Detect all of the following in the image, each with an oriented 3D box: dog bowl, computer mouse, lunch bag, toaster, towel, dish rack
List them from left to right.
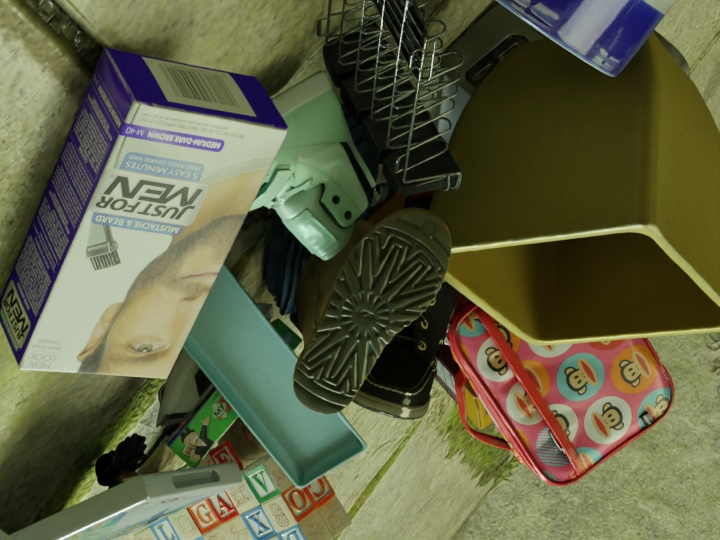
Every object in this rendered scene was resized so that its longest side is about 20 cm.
[{"bbox_3d":[-0.147,0.094,1.319,0.200,0.044,0.110,-51,-178,-17],"label":"computer mouse"},{"bbox_3d":[-0.027,-0.050,1.351,0.112,0.048,0.201,-44,162,-29],"label":"towel"},{"bbox_3d":[0.022,-0.156,1.101,0.054,0.154,0.201,-21,152,-16],"label":"dish rack"},{"bbox_3d":[0.125,-0.225,1.136,0.079,0.200,0.200,-54,164,14],"label":"dog bowl"},{"bbox_3d":[0.160,0.082,1.416,0.176,0.201,0.082,-35,-165,-1],"label":"lunch bag"},{"bbox_3d":[0.177,-0.160,1.465,0.180,0.200,0.119,-38,158,-18],"label":"toaster"}]

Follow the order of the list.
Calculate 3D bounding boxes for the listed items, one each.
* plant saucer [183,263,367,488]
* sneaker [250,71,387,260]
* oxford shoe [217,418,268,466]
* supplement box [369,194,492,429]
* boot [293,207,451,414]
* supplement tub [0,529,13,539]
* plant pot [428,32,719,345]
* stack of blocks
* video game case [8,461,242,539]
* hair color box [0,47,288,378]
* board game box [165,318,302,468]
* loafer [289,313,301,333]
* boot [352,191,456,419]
[{"bbox_3d":[-0.078,0.078,1.244,0.070,0.201,0.019,-32,-162,16],"label":"plant saucer"},{"bbox_3d":[-0.059,-0.051,1.115,0.073,0.119,0.200,-23,-170,45],"label":"sneaker"},{"bbox_3d":[-0.087,0.126,1.441,0.074,0.071,0.200,-16,160,-42],"label":"oxford shoe"},{"bbox_3d":[0.122,0.004,1.547,0.197,0.200,0.133,-39,162,-7],"label":"supplement box"},{"bbox_3d":[0.000,0.000,1.213,0.176,0.066,0.200,-52,-168,16],"label":"boot"},{"bbox_3d":[-0.312,0.252,1.063,0.200,0.122,0.123,-51,164,-4],"label":"supplement tub"},{"bbox_3d":[0.182,-0.075,1.251,0.195,0.193,0.202,35,57,-48],"label":"plant pot"},{"bbox_3d":[-0.113,0.214,1.410,0.199,0.116,0.058,-32,179,41],"label":"stack of blocks"},{"bbox_3d":[-0.210,0.199,1.247,0.199,0.022,0.182,-25,169,15],"label":"video game case"},{"bbox_3d":[-0.137,-0.029,0.992,0.109,0.065,0.201,6,126,-36],"label":"hair color box"},{"bbox_3d":[-0.111,0.105,1.363,0.135,0.029,0.200,-49,-177,-9],"label":"board game box"},{"bbox_3d":[-0.011,0.039,1.465,0.072,0.073,0.200,-46,-173,-16],"label":"loafer"},{"bbox_3d":[0.044,0.024,1.292,0.200,0.073,0.152,-54,161,-72],"label":"boot"}]
